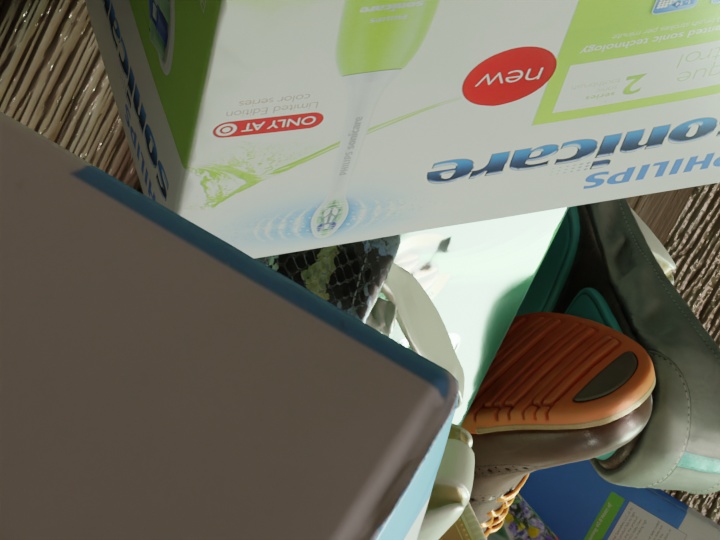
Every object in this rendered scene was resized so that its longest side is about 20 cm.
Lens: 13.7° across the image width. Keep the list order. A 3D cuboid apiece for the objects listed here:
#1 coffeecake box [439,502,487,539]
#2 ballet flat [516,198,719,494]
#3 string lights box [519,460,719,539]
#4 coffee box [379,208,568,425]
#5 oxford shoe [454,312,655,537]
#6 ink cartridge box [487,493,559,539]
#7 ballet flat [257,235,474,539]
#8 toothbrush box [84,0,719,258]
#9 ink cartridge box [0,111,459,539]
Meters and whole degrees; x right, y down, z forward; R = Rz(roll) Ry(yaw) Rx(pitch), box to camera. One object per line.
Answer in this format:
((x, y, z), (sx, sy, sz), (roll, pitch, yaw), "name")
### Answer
((0.045, 0.186, 1.070), (0.073, 0.154, 0.200), (-24, 155, -2), "coffeecake box")
((0.096, 0.015, 1.131), (0.068, 0.063, 0.200), (-63, -152, 28), "ballet flat")
((0.051, 0.107, 1.281), (0.103, 0.200, 0.059), (-59, 173, 1), "string lights box")
((0.000, 0.000, 0.966), (0.123, 0.044, 0.200), (-1, 129, -39), "coffee box")
((0.042, 0.065, 1.088), (0.071, 0.073, 0.200), (-36, -165, -34), "oxford shoe")
((0.035, 0.139, 1.218), (0.109, 0.200, 0.050), (-42, 178, -2), "ink cartridge box")
((0.001, 0.051, 0.917), (0.074, 0.074, 0.200), (-55, 150, -28), "ballet flat")
((0.029, -0.096, 0.618), (0.145, 0.086, 0.200), (-9, 152, -17), "toothbrush box")
((-0.087, 0.078, 0.571), (0.146, 0.146, 0.200), (-57, 170, -23), "ink cartridge box")
